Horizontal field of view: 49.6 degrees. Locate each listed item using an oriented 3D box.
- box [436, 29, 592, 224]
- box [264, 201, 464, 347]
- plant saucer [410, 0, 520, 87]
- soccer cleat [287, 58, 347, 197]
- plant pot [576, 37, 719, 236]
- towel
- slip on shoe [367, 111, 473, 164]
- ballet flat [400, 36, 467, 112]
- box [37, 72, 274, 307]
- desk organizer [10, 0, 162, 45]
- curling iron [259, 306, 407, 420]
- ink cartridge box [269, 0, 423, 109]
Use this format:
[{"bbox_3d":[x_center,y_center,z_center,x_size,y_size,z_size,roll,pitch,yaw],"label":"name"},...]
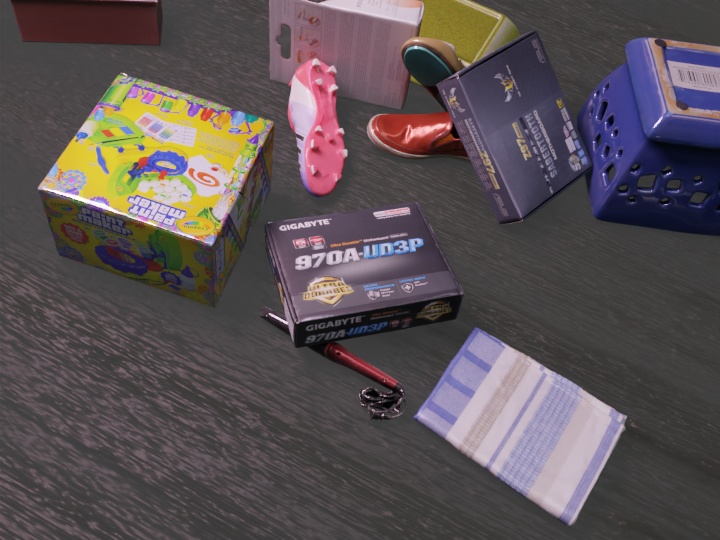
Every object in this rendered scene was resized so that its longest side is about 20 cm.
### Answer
[{"bbox_3d":[0.204,-0.185,1.010,0.157,0.051,0.202,-32,102,-27],"label":"box"},{"bbox_3d":[0.000,0.000,0.902,0.196,0.046,0.160,-8,47,-15],"label":"box"},{"bbox_3d":[0.132,-0.358,1.185,0.197,0.048,0.201,26,56,9],"label":"plant saucer"},{"bbox_3d":[-0.063,-0.183,1.033,0.066,0.076,0.204,12,65,-37],"label":"soccer cleat"},{"bbox_3d":[0.416,-0.184,1.027,0.196,0.181,0.203,6,55,-4],"label":"plant pot"},{"bbox_3d":[0.175,0.163,0.844,0.198,0.024,0.147,32,59,16],"label":"towel"},{"bbox_3d":[0.107,-0.189,1.056,0.196,0.062,0.075,7,56,-2],"label":"slip on shoe"},{"bbox_3d":[0.112,-0.264,1.039,0.068,0.200,0.064,3,70,31],"label":"ballet flat"},{"bbox_3d":[-0.225,-0.095,0.901,0.197,0.123,0.195,18,54,4],"label":"box"},{"bbox_3d":[-0.381,-0.372,1.098,0.196,0.078,0.073,-1,55,-9],"label":"desk organizer"},{"bbox_3d":[-0.033,0.096,0.856,0.199,0.026,0.050,35,55,16],"label":"curling iron"},{"bbox_3d":[-0.023,-0.306,1.056,0.196,0.163,0.051,15,59,3],"label":"ink cartridge box"}]
